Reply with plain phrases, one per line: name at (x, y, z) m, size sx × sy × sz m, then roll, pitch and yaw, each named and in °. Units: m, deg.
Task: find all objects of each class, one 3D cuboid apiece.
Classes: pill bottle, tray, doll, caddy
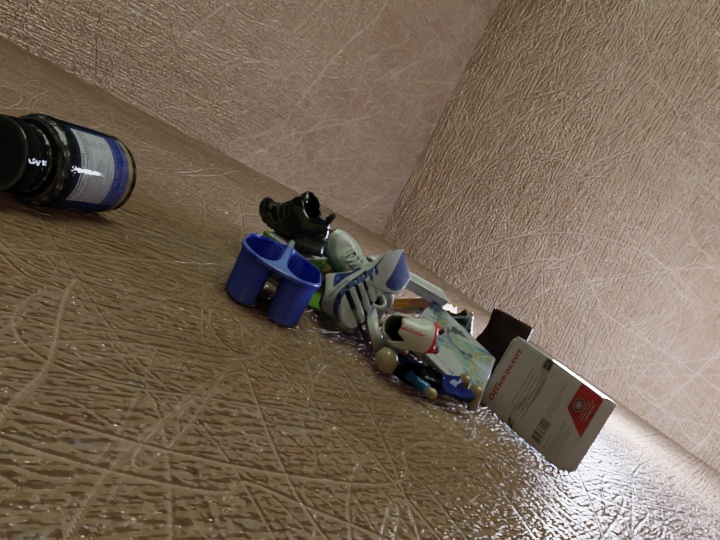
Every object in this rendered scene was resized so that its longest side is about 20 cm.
pill bottle at (-0.398, -0.140, 0.722) m, size 0.110 × 0.115 × 0.200 m, roll 30°, pitch 8°, yaw 8°
tray at (0.100, 0.019, 1.177) m, size 0.195 × 0.023 × 0.108 m, roll 29°, pitch -8°, yaw 4°
doll at (0.105, 0.175, 0.910) m, size 0.195 × 0.050 × 0.136 m, roll 22°, pitch 7°, yaw -25°
caddy at (-0.132, 0.001, 0.873) m, size 0.138 × 0.107 × 0.200 m, roll 30°, pitch 7°, yaw -9°

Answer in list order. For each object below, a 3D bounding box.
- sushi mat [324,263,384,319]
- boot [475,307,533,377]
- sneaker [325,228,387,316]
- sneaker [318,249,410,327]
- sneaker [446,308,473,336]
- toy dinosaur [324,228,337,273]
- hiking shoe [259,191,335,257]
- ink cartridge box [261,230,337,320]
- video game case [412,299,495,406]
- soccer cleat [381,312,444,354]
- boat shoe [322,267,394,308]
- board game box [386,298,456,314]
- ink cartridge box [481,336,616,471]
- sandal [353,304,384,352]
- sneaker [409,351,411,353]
sushi mat at (-0.013, 0.019, 1.257) m, size 0.196 × 0.098 × 0.012 m, roll 32°, pitch 8°, yaw 6°
boot at (0.326, 0.198, 1.161) m, size 0.197 × 0.170 × 0.072 m, roll 33°, pitch 9°, yaw 27°
sneaker at (0.000, 0.000, 1.117) m, size 0.204 × 0.074 × 0.086 m, roll 58°, pitch -21°, yaw 0°
sneaker at (-0.006, 0.021, 0.980) m, size 0.113 × 0.083 × 0.198 m, roll 8°, pitch 33°, yaw 43°
sneaker at (0.200, 0.133, 1.280) m, size 0.077 × 0.080 × 0.198 m, roll 29°, pitch -17°, yaw -25°
toy dinosaur at (-0.084, -0.067, 1.195) m, size 0.194 × 0.141 × 0.085 m, roll 14°, pitch 21°, yaw 26°
hiking shoe at (-0.120, -0.108, 1.059) m, size 0.198 × 0.103 × 0.075 m, roll 36°, pitch 10°, yaw 35°
ink cartridge box at (-0.099, 0.008, 1.070) m, size 0.196 × 0.078 × 0.147 m, roll 31°, pitch 8°, yaw 11°
video game case at (0.179, 0.157, 1.072) m, size 0.182 × 0.022 × 0.199 m, roll 44°, pitch 27°, yaw 6°
soccer cleat at (0.066, 0.102, 0.913) m, size 0.083 × 0.071 × 0.199 m, roll 21°, pitch -9°, yaw -15°
boat shoe at (-0.017, 0.044, 1.215) m, size 0.193 × 0.072 × 0.071 m, roll 13°, pitch 23°, yaw 18°
board game box at (0.131, 0.089, 1.348) m, size 0.195 × 0.031 × 0.094 m, roll -1°, pitch -14°, yaw 40°
ink cartridge box at (0.342, 0.243, 1.015) m, size 0.082 × 0.150 × 0.199 m, roll 22°, pitch 11°, yaw -44°
sandal at (0.009, 0.097, 1.006) m, size 0.048 × 0.086 × 0.203 m, roll -13°, pitch 5°, yaw -2°
sneaker at (0.127, 0.138, 1.151) m, size 0.197 × 0.072 × 0.080 m, roll 24°, pitch 7°, yaw -40°
